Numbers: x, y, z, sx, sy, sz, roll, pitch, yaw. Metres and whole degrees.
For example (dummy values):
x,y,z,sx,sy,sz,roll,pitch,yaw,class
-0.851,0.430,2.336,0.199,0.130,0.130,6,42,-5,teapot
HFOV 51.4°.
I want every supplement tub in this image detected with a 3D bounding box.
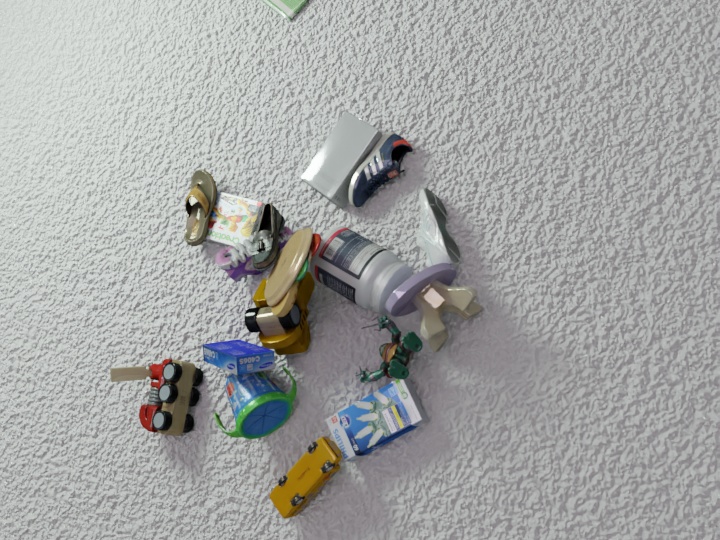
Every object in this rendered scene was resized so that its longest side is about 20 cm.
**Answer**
x,y,z,sx,sy,sz,roll,pitch,yaw,class
0.000,0.000,1.669,0.199,0.140,0.141,30,89,26,supplement tub

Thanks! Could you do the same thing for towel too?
x,y,z,sx,sy,sz,roll,pitch,yaw,class
-0.173,-0.782,2.017,0.200,0.023,0.153,-48,64,3,towel

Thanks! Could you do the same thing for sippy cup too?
x,y,z,sx,sy,sz,roll,pitch,yaw,class
-0.243,0.291,1.708,0.130,0.177,0.140,52,135,36,sippy cup

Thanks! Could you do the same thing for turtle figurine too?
x,y,z,sx,sy,sz,roll,pitch,yaw,class
0.062,0.174,1.594,0.100,0.200,0.151,12,85,-19,turtle figurine

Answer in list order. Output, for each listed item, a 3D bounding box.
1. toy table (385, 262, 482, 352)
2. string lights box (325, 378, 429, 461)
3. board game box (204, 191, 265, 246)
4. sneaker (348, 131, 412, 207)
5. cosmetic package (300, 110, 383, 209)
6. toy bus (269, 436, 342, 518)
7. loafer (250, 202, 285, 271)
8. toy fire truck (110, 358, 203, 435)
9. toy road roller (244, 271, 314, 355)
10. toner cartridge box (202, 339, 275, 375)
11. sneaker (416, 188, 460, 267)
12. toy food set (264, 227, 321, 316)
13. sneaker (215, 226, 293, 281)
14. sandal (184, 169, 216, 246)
x,y,z,sx,sy,sz,roll,pitch,yaw,class
0.159,0.074,1.565,0.199,0.184,0.117,-28,63,-33,toy table
0.036,0.323,1.614,0.199,0.059,0.103,-32,68,13,string lights box
-0.342,-0.130,1.908,0.199,0.035,0.127,15,83,26,board game box
0.050,-0.227,1.745,0.084,0.075,0.201,30,89,31,sneaker
-0.038,-0.265,1.790,0.113,0.081,0.200,37,91,26,cosmetic package
-0.112,0.446,1.614,0.200,0.078,0.065,-50,61,16,toy bus
-0.224,-0.081,1.743,0.071,0.063,0.201,-14,37,16,loafer
-0.509,0.300,1.827,0.199,0.128,0.177,2,77,35,toy fire truck
-0.173,0.106,1.744,0.122,0.146,0.200,-9,36,21,toy road roller
-0.280,0.196,1.708,0.200,0.095,0.043,6,101,58,toner cartridge box
0.155,-0.092,1.669,0.080,0.070,0.201,-32,58,34,sneaker
-0.149,-0.006,1.641,0.048,0.200,0.199,28,102,-17,toy food set
-0.250,-0.038,1.826,0.199,0.089,0.081,-27,36,-8,sneaker
-0.416,-0.164,1.898,0.080,0.054,0.201,3,77,25,sandal
